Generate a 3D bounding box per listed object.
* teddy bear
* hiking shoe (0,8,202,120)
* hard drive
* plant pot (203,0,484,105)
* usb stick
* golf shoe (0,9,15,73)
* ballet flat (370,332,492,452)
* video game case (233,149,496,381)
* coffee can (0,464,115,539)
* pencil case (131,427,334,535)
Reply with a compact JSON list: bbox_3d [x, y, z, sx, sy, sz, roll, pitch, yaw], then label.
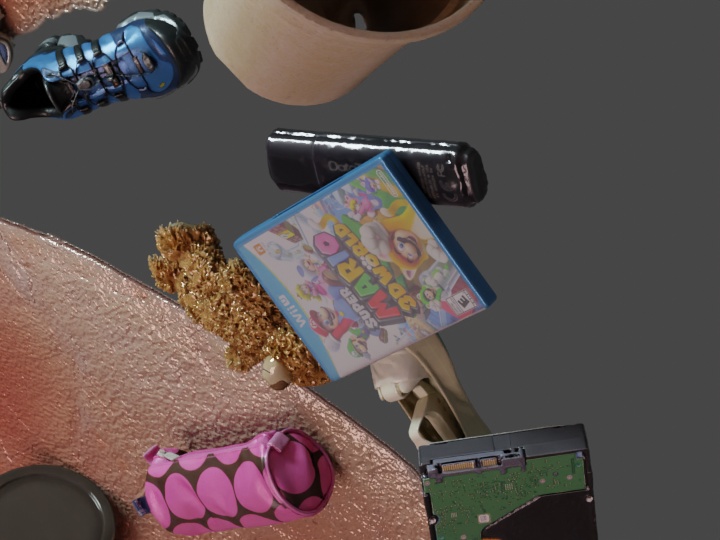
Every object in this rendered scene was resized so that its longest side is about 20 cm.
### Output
[{"bbox_3d":[-0.106,0.037,1.890,0.200,0.067,0.145,47,144,-3],"label":"teddy bear"},{"bbox_3d":[-0.210,-0.154,1.789,0.200,0.087,0.074,-9,119,45],"label":"hiking shoe"},{"bbox_3d":[0.126,0.217,1.824,0.139,0.038,0.200,-9,128,2],"label":"hard drive"},{"bbox_3d":[-0.024,-0.210,1.518,0.200,0.200,0.183,43,153,0],"label":"plant pot"},{"bbox_3d":[0.009,-0.080,1.713,0.200,0.033,0.056,7,122,37],"label":"usb stick"},{"bbox_3d":[-0.375,-0.235,1.852,0.078,0.097,0.200,-15,113,49],"label":"golf shoe"},{"bbox_3d":[0.051,0.103,1.817,0.069,0.069,0.200,-17,113,47],"label":"ballet flat"},{"bbox_3d":[0.000,0.000,1.742,0.200,0.018,0.143,-28,101,47],"label":"video game case"},{"bbox_3d":[-0.333,0.318,2.277,0.146,0.146,0.200,31,140,15],"label":"coffee can"},{"bbox_3d":[-0.116,0.192,2.029,0.200,0.091,0.094,-15,103,44],"label":"pencil case"}]
